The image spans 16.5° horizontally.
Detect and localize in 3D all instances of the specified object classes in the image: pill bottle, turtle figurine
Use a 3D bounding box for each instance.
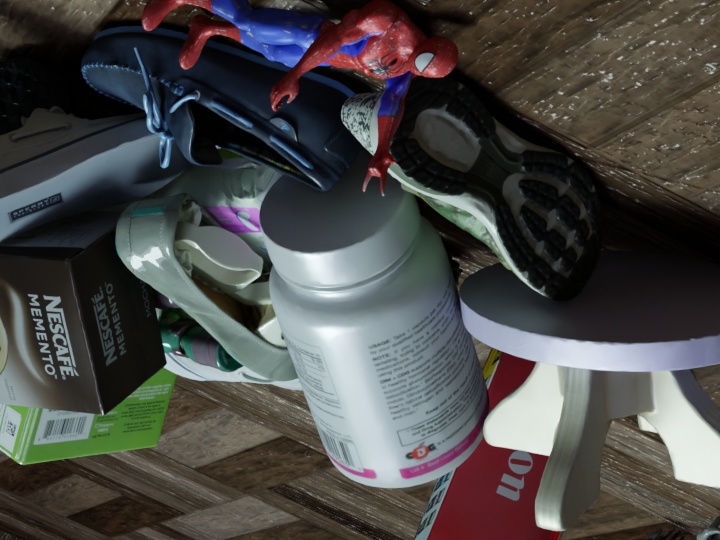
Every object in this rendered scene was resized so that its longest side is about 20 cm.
[{"bbox_3d":[0.008,0.030,1.549,0.113,0.113,0.200,12,138,31],"label":"pill bottle"},{"bbox_3d":[-0.165,0.024,1.708,0.200,0.101,0.150,4,156,45],"label":"turtle figurine"}]

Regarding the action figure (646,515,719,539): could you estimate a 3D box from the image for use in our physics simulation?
[{"bbox_3d":[0.310,0.259,2.036,0.119,0.102,0.200,33,176,-25],"label":"action figure"}]

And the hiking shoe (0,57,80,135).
[{"bbox_3d":[-0.215,-0.097,1.691,0.086,0.075,0.200,0,168,-21],"label":"hiking shoe"}]

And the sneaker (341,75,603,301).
[{"bbox_3d":[0.066,-0.055,1.455,0.200,0.077,0.089,40,168,-32],"label":"sneaker"}]

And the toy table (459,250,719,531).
[{"bbox_3d":[0.156,0.067,1.506,0.200,0.184,0.118,15,122,43],"label":"toy table"}]

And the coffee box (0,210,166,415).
[{"bbox_3d":[-0.237,0.022,1.631,0.199,0.080,0.113,3,115,31],"label":"coffee box"}]

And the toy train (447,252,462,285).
[{"bbox_3d":[0.000,0.000,1.735,0.046,0.034,0.200,27,164,-34],"label":"toy train"}]

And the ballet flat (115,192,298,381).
[{"bbox_3d":[-0.077,0.014,1.603,0.064,0.068,0.200,-14,144,35],"label":"ballet flat"}]

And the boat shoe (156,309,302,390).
[{"bbox_3d":[-0.082,0.051,1.929,0.067,0.074,0.200,-6,170,40],"label":"boat shoe"}]

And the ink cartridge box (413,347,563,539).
[{"bbox_3d":[0.109,0.119,1.679,0.084,0.201,0.176,23,163,0],"label":"ink cartridge box"}]

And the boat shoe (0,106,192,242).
[{"bbox_3d":[-0.196,-0.073,1.570,0.066,0.199,0.074,62,159,26],"label":"boat shoe"}]

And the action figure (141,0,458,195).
[{"bbox_3d":[-0.037,-0.105,1.369,0.199,0.099,0.065,7,158,35],"label":"action figure"}]

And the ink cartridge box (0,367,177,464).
[{"bbox_3d":[-0.264,0.068,1.927,0.200,0.076,0.148,30,-159,35],"label":"ink cartridge box"}]

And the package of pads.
[{"bbox_3d":[-0.068,-0.034,1.664,0.154,0.068,0.200,35,160,-35],"label":"package of pads"}]

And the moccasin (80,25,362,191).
[{"bbox_3d":[-0.092,-0.098,1.495,0.199,0.068,0.080,14,162,31],"label":"moccasin"}]
